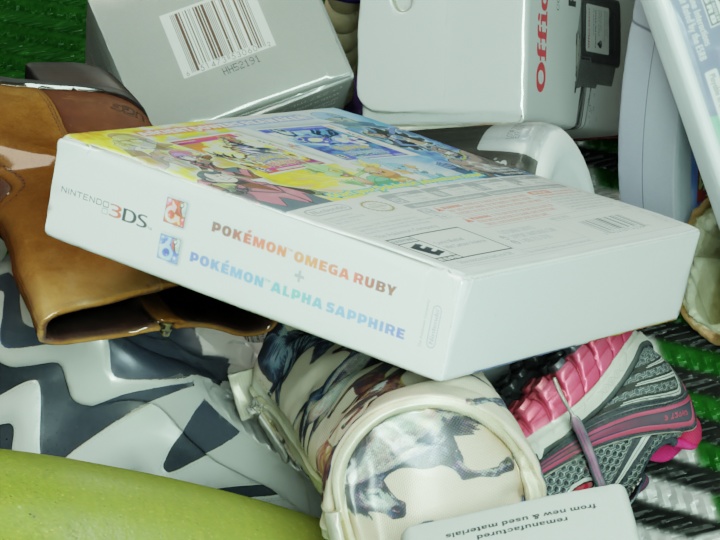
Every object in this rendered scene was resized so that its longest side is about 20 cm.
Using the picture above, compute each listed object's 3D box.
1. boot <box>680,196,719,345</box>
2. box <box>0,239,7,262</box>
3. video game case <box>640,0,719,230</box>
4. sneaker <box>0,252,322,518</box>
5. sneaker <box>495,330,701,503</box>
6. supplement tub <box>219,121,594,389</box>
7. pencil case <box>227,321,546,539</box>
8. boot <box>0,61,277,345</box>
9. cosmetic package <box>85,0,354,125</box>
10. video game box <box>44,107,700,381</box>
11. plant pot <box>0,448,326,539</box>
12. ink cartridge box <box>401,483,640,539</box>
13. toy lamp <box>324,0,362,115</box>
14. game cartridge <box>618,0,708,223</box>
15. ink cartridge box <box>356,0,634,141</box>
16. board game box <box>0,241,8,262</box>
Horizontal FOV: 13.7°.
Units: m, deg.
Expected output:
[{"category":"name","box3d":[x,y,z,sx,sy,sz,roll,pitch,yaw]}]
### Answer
[{"category":"boot","box3d":[0.235,-0.069,1.320,0.200,0.176,0.066,-31,55,-30]},{"category":"box","box3d":[-0.243,0.045,1.361,0.144,0.036,0.201,-5,55,36]},{"category":"video game case","box3d":[0.228,-0.059,1.264,0.181,0.201,0.023,-24,12,-15]},{"category":"sneaker","box3d":[-0.091,0.088,1.290,0.198,0.130,0.080,29,27,-2]},{"category":"sneaker","box3d":[0.065,0.099,1.201,0.200,0.075,0.081,-47,9,-25]},{"category":"supplement tub","box3d":[0.000,0.000,1.340,0.199,0.123,0.123,-3,32,20]},{"category":"pencil case","box3d":[0.009,0.064,1.131,0.089,0.078,0.200,-25,15,-4]},{"category":"boot","box3d":[-0.152,-0.016,1.234,0.187,0.069,0.200,1,29,-25]},{"category":"cosmetic package","box3d":[-0.073,-0.081,1.443,0.106,0.091,0.200,-22,-14,-9]},{"category":"video game box","box3d":[0.008,-0.015,1.162,0.182,0.047,0.200,22,16,28]},{"category":"plant pot","box3d":[-0.103,0.147,1.108,0.199,0.188,0.187,-3,24,-24]},{"category":"ink cartridge box","box3d":[0.073,0.188,0.971,0.083,0.147,0.200,-12,31,2]},{"category":"toy lamp","box3d":[-0.008,-0.127,1.485,0.058,0.200,0.059,2,64,-5]},{"category":"game cartridge","box3d":[0.166,-0.085,1.334,0.041,0.201,0.133,24,48,28]},{"category":"ink cartridge box","box3d":[0.074,-0.136,1.429,0.083,0.146,0.200,1,1,22]},{"category":"board game box","box3d":[-0.209,0.018,1.409,0.151,0.037,0.201,20,73,45]}]
